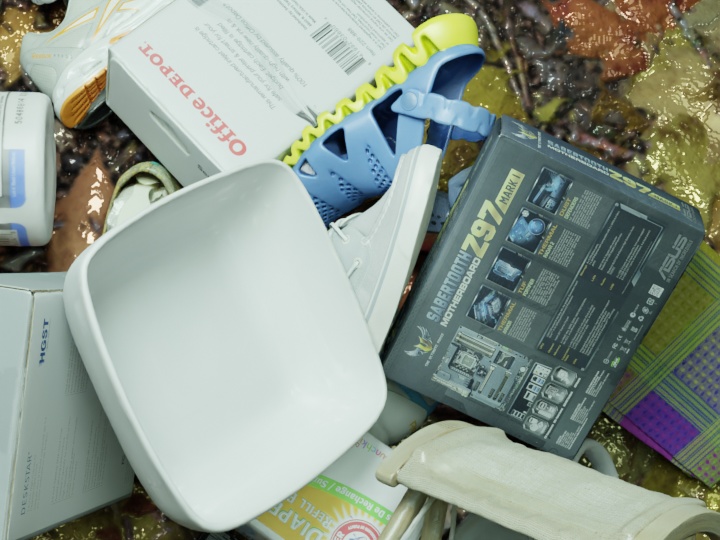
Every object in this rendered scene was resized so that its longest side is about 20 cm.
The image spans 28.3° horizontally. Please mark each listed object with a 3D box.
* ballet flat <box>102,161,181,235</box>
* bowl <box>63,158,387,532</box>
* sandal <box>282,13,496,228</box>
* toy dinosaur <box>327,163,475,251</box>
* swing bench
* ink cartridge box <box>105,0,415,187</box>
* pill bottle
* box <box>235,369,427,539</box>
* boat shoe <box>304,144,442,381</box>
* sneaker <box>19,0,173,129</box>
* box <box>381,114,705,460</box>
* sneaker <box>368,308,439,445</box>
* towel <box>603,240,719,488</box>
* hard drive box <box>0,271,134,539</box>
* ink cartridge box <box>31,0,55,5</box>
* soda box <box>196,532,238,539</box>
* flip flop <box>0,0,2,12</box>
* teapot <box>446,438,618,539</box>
[{"bbox_3d":[-0.174,0.013,1.068,0.070,0.071,0.203,10,77,-5],"label":"ballet flat"},{"bbox_3d":[-0.093,0.049,0.911,0.199,0.074,0.202,-31,100,-43],"label":"bowl"},{"bbox_3d":[0.021,-0.088,1.016,0.200,0.079,0.088,-43,66,22],"label":"sandal"},{"bbox_3d":[0.072,-0.030,1.079,0.200,0.105,0.182,-47,61,17],"label":"toy dinosaur"},{"bbox_3d":[0.098,0.206,0.896,0.197,0.129,0.202,15,79,40],"label":"swing bench"},{"bbox_3d":[-0.076,-0.152,1.086,0.200,0.084,0.146,-40,80,-25],"label":"ink cartridge box"},{"bbox_3d":[-0.327,-0.075,1.044,0.197,0.114,0.115,1,77,-8],"label":"pill bottle"},{"bbox_3d":[-0.051,0.148,1.029,0.199,0.113,0.102,35,74,0],"label":"box"},{"bbox_3d":[0.000,0.000,0.992,0.068,0.072,0.202,22,117,3],"label":"boat shoe"},{"bbox_3d":[-0.182,-0.206,1.116,0.092,0.076,0.200,42,70,16],"label":"sneaker"},{"bbox_3d":[0.123,0.015,0.995,0.156,0.051,0.202,24,112,-4],"label":"box"},{"bbox_3d":[-0.016,0.038,1.080,0.080,0.076,0.201,-34,92,-12],"label":"sneaker"},{"bbox_3d":[0.243,0.064,1.066,0.199,0.023,0.144,38,105,-22],"label":"towel"},{"bbox_3d":[-0.211,0.082,0.938,0.076,0.200,0.158,8,92,13],"label":"hard drive box"},{"bbox_3d":[-0.243,-0.328,1.105,0.144,0.085,0.201,-31,69,-12],"label":"ink cartridge box"},{"bbox_3d":[-0.053,0.273,1.013,0.199,0.063,0.071,37,115,2],"label":"soda box"},{"bbox_3d":[-0.379,-0.209,1.102,0.198,0.058,0.082,-2,72,-23],"label":"flip flop"},{"bbox_3d":[0.149,0.251,1.018,0.200,0.146,0.198,-48,51,9],"label":"teapot"}]
